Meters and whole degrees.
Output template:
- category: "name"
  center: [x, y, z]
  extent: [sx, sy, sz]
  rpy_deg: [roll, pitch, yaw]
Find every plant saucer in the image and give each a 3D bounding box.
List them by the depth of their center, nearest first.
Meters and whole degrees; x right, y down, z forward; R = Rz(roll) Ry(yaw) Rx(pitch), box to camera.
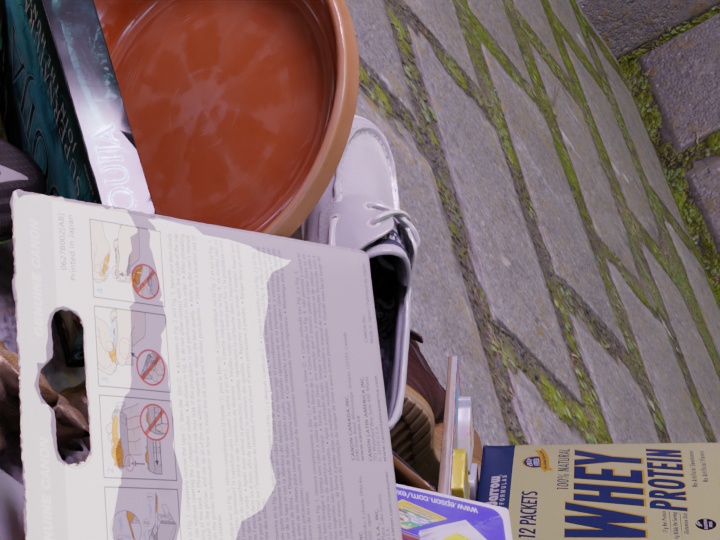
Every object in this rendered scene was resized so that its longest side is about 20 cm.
- category: "plant saucer"
  center: [-0.086, -0.087, 0.841]
  extent: [0.032, 0.200, 0.200]
  rpy_deg: [23, 42, -57]

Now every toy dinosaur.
- category: "toy dinosaur"
  center: [-0.159, 0.054, 0.705]
  extent: [0.101, 0.058, 0.200]
  rpy_deg: [56, 4, 35]

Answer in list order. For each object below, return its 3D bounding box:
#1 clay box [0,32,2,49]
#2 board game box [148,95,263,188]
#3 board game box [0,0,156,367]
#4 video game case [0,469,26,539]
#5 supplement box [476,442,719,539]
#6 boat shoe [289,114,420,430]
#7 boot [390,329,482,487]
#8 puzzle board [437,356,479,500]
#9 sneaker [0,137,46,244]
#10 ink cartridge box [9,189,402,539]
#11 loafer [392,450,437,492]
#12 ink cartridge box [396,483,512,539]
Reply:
- category: "clay box"
  center: [-0.257, -0.181, 0.763]
  extent: [0.200, 0.048, 0.115]
  rpy_deg: [38, 29, -53]
- category: "board game box"
  center: [-0.078, -0.079, 0.958]
  extent: [0.034, 0.135, 0.200]
  rpy_deg: [51, 20, -10]
- category: "board game box"
  center: [-0.149, -0.069, 0.793]
  extent: [0.028, 0.135, 0.200]
  rpy_deg: [-8, 62, -23]
- category: "video game case"
  center: [-0.128, 0.166, 0.567]
  extent: [0.182, 0.022, 0.200]
  rpy_deg: [42, 29, -22]
- category: "supplement box"
  center: [0.178, 0.226, 1.010]
  extent: [0.134, 0.200, 0.200]
  rpy_deg: [-70, 156, -67]
- category: "boat shoe"
  center: [0.000, 0.000, 0.829]
  extent: [0.072, 0.069, 0.200]
  rpy_deg: [30, 55, -29]
- category: "boot"
  center: [0.010, 0.078, 1.120]
  extent: [0.200, 0.072, 0.166]
  rpy_deg: [42, 14, -43]
- category: "puzzle board"
  center: [0.063, 0.172, 0.981]
  extent: [0.200, 0.017, 0.151]
  rpy_deg: [82, 12, -48]
- category: "sneaker"
  center: [-0.201, -0.076, 0.700]
  extent: [0.200, 0.084, 0.077]
  rpy_deg: [44, 26, -48]
- category: "ink cartridge box"
  center: [-0.071, 0.060, 0.684]
  extent: [0.200, 0.050, 0.161]
  rpy_deg: [8, 69, -41]
- category: "loafer"
  center: [-0.024, 0.092, 0.961]
  extent: [0.200, 0.072, 0.073]
  rpy_deg: [52, 21, -26]
- category: "ink cartridge box"
  center: [-0.017, 0.174, 0.741]
  extent: [0.198, 0.043, 0.200]
  rpy_deg: [15, 35, -14]
